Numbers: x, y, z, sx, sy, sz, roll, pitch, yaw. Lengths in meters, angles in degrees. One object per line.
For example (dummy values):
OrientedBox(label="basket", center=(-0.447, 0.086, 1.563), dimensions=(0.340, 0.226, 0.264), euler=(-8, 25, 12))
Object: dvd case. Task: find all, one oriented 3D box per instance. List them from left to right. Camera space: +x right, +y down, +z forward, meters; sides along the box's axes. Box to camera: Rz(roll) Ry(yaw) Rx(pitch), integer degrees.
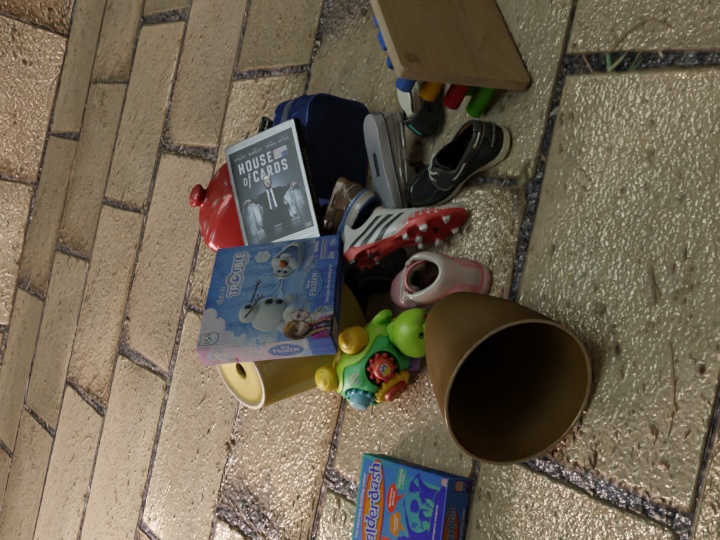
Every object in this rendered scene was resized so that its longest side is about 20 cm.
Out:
OrientedBox(label="dvd case", center=(-0.138, -0.124, 1.512), dimensions=(0.149, 0.025, 0.202), euler=(-18, 82, 30))

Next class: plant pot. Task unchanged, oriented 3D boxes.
OrientedBox(label="plant pot", center=(-0.118, 0.111, 1.456), dimensions=(0.200, 0.188, 0.203), euler=(31, 137, 35))
OrientedBox(label="plant pot", center=(0.155, 0.106, 1.168), dimensions=(0.188, 0.185, 0.200), euler=(-68, 24, 15))

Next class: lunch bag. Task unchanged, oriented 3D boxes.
OrientedBox(label="lunch bag", center=(-0.076, -0.190, 1.592), dimensions=(0.132, 0.135, 0.203), euler=(1, 82, 54))

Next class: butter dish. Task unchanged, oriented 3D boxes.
OrientedBox(label="butter dish", center=(-0.254, -0.123, 1.795), dimensions=(0.201, 0.146, 0.201), euler=(-61, 26, 27))

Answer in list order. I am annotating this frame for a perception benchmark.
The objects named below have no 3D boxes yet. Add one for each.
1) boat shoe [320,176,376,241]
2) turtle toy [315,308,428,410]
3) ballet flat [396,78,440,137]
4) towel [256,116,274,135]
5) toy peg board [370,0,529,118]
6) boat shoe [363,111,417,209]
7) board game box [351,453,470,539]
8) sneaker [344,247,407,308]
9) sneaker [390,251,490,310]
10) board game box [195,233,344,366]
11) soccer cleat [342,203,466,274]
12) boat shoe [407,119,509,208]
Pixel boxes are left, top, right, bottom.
OrientedBox(label="boat shoe", center=(-0.034, -0.078, 1.512), dimensions=(0.072, 0.072, 0.201), euler=(44, 141, 11))
OrientedBox(label="turtle toy", center=(0.035, 0.126, 1.362), dimensions=(0.101, 0.145, 0.201), euler=(47, 122, 25))
OrientedBox(label="ballet flat", center=(0.087, -0.304, 1.451), dimensions=(0.068, 0.068, 0.202), euler=(-27, 59, 47))
OrientedBox(label="towel", center=(-0.145, -0.147, 1.655), dimensions=(0.034, 0.192, 0.203), euler=(6, 81, 17))
OrientedBox(label="toy peg board", center=(0.106, -0.309, 1.333), dimensions=(0.098, 0.197, 0.202), euler=(118, 145, -47))
OrientedBox(label="boat shoe", center=(0.054, -0.146, 1.455), dimensions=(0.072, 0.065, 0.203), euler=(173, 85, -67))
OrientedBox(label="board game box", center=(0.065, 0.349, 1.321), dimensions=(0.199, 0.045, 0.154), euler=(-1, 80, 55))
OrientedBox(label="sneaker", center=(0.000, 0.000, 1.491), dimensions=(0.199, 0.075, 0.092), euler=(-34, 48, 43))
OrientedBox(label="sneaker", center=(0.082, 0.013, 1.341), dimensions=(0.199, 0.104, 0.076), euler=(-9, 75, 54))
OrientedBox(label="board game box", center=(-0.126, 0.041, 1.371), dimensions=(0.197, 0.044, 0.201), euler=(-7, 45, 11))
OrientedBox(label="soccer cleat", center=(0.060, -0.066, 1.381), dimensions=(0.198, 0.069, 0.086), euler=(-24, 55, 21))
OrientedBox(label="boat shoe", center=(0.126, -0.154, 1.359), dimensions=(0.200, 0.067, 0.073), euler=(-36, 55, 46))
